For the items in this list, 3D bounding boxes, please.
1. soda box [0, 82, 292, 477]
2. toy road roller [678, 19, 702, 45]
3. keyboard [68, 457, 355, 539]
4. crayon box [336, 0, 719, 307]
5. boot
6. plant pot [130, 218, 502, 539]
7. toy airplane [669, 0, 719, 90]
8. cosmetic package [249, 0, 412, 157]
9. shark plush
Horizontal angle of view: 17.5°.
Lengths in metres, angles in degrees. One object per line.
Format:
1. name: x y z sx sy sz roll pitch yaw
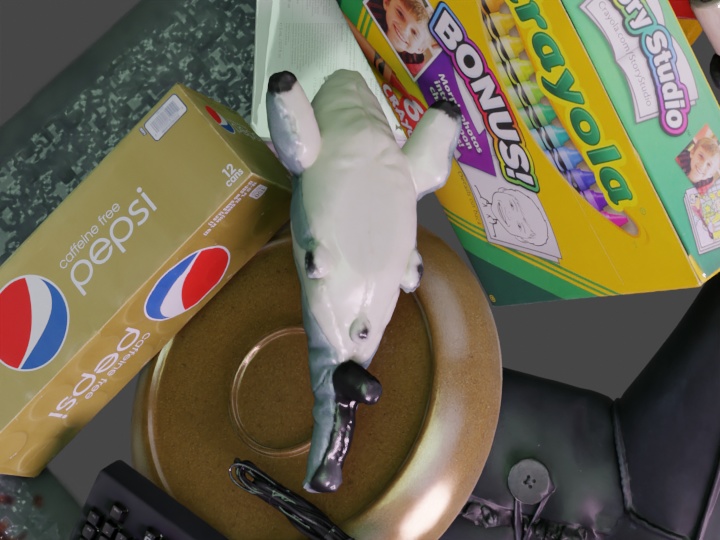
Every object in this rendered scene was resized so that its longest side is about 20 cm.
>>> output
1. soda box: -0.123 0.008 1.111 0.200 0.068 0.064 -44 68 11
2. toy road roller: 0.143 -0.181 1.129 0.199 0.123 0.146 -29 94 -1
3. keyboard: -0.046 0.152 1.057 0.200 0.021 0.127 34 107 21
4. crayon box: 0.078 -0.086 1.056 0.058 0.172 0.201 -33 101 -25
5. boot: 0.106 0.062 1.084 0.167 0.076 0.201 15 100 14
6. plant pot: -0.029 0.059 1.102 0.199 0.027 0.201 -11 65 24
7. toy airplane: 0.229 -0.171 1.018 0.198 0.200 0.142 15 46 -10
8. cosmetic package: -0.009 -0.157 1.166 0.082 0.051 0.201 1 81 6
9. shark plush: 0.000 0.000 1.063 0.090 0.083 0.201 -3 75 -20
